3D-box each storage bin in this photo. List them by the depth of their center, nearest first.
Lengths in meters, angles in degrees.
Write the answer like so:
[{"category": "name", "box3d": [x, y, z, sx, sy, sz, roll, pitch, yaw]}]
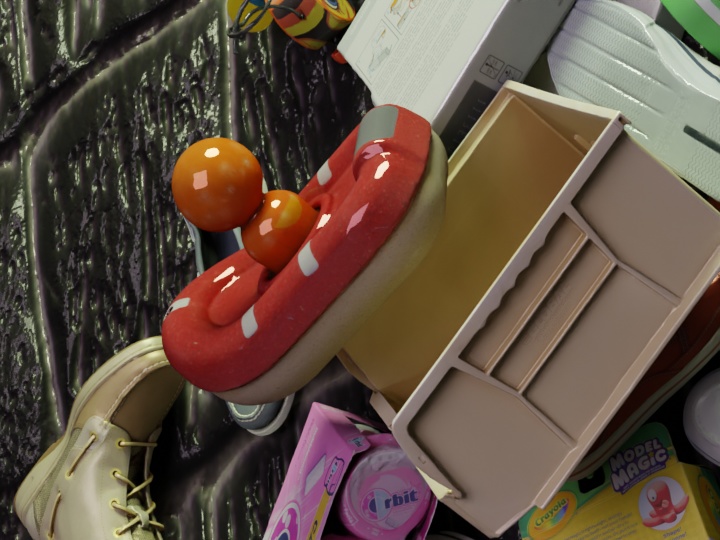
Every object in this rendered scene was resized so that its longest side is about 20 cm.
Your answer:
[{"category": "storage bin", "box3d": [0.079, 0.013, 0.886, 0.199, 0.093, 0.200, -53, 15, 2]}]

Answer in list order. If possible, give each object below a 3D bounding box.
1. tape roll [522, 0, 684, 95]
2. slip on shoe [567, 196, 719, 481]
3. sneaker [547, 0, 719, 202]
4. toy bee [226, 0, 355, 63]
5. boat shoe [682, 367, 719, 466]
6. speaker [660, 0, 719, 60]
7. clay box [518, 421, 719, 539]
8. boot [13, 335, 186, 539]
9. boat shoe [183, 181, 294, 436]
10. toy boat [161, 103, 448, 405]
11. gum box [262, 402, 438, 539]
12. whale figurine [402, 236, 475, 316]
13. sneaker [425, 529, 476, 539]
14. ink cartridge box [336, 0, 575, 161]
[{"category": "tape roll", "box3d": [0.116, -0.180, 1.042, 0.201, 0.037, 0.206, -10, 74, 38]}, {"category": "slip on shoe", "box3d": [0.157, 0.027, 0.926, 0.200, 0.061, 0.074, -49, 29, 5]}, {"category": "sneaker", "box3d": [0.181, -0.086, 0.926, 0.200, 0.070, 0.074, 48, 117, 41]}, {"category": "toy bee", "box3d": [-0.044, -0.194, 1.151, 0.130, 0.108, 0.202, -18, 45, 44]}, {"category": "boat shoe", "box3d": [0.248, 0.077, 0.858, 0.198, 0.066, 0.075, 0, 80, 40]}, {"category": "speaker", "box3d": [0.251, -0.207, 0.901, 0.200, 0.088, 0.089, -46, 56, 23]}, {"category": "clay box", "box3d": [0.164, 0.197, 0.915, 0.114, 0.047, 0.202, -31, 60, 30]}, {"category": "boot", "box3d": [-0.160, 0.162, 1.176, 0.201, 0.072, 0.156, -51, 53, 22]}, {"category": "boat shoe", "box3d": [-0.093, 0.016, 1.158, 0.072, 0.061, 0.202, -22, 67, 34]}, {"category": "toy boat", "box3d": [-0.050, -0.023, 0.930, 0.200, 0.130, 0.131, -47, 16, 25]}, {"category": "gum box", "box3d": [-0.019, 0.187, 1.026, 0.113, 0.065, 0.202, -143, 72, -73]}, {"category": "whale figurine", "box3d": [0.000, 0.000, 1.055, 0.198, 0.103, 0.161, -17, 71, 33]}, {"category": "sneaker", "box3d": [0.063, 0.227, 0.949, 0.076, 0.115, 0.201, -51, 54, 20]}, {"category": "ink cartridge box", "box3d": [0.071, -0.181, 1.029, 0.201, 0.043, 0.174, -58, 27, 16]}]
